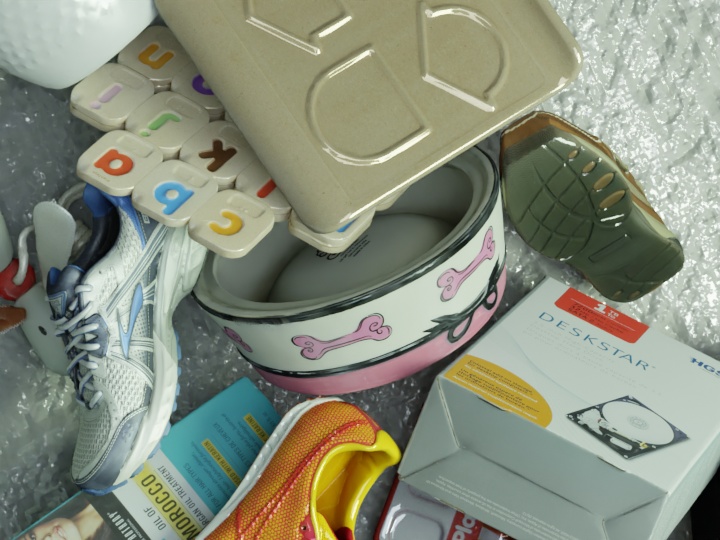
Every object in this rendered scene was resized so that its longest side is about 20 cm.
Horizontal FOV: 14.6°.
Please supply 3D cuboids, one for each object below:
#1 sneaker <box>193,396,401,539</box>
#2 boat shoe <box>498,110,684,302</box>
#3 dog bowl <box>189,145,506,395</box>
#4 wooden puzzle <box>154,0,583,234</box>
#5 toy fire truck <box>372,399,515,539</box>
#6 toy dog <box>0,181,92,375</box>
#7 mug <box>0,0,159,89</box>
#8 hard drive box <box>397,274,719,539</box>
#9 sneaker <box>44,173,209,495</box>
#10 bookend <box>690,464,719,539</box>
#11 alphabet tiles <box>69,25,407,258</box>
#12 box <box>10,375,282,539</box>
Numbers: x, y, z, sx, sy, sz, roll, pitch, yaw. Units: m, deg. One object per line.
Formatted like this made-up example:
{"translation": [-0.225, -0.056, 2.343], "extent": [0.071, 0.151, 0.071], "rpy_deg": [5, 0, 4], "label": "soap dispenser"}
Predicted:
{"translation": [-0.051, 0.169, 1.657], "extent": [0.073, 0.077, 0.200], "rpy_deg": [26, 95, -51], "label": "sneaker"}
{"translation": [0.135, -0.049, 1.761], "extent": [0.076, 0.200, 0.074], "rpy_deg": [-29, 55, 12], "label": "boat shoe"}
{"translation": [0.000, 0.000, 1.712], "extent": [0.200, 0.200, 0.074], "rpy_deg": [-29, 118, -12], "label": "dog bowl"}
{"translation": [0.004, -0.141, 1.678], "extent": [0.200, 0.046, 0.185], "rpy_deg": [-33, 83, -15], "label": "wooden puzzle"}
{"translation": [0.083, 0.195, 1.789], "extent": [0.168, 0.112, 0.200], "rpy_deg": [21, 86, 10], "label": "toy fire truck"}
{"translation": [-0.227, -0.021, 1.694], "extent": [0.200, 0.096, 0.132], "rpy_deg": [25, 86, -14], "label": "toy dog"}
{"translation": [-0.185, -0.219, 1.676], "extent": [0.200, 0.148, 0.175], "rpy_deg": [-44, 107, -16], "label": "mug"}
{"translation": [0.135, 0.096, 1.713], "extent": [0.156, 0.200, 0.077], "rpy_deg": [26, 115, 12], "label": "hard drive box"}
{"translation": [-0.154, 0.033, 1.672], "extent": [0.085, 0.077, 0.200], "rpy_deg": [19, 74, -32], "label": "sneaker"}
{"translation": [0.254, 0.190, 1.817], "extent": [0.092, 0.199, 0.200], "rpy_deg": [17, 132, -15], "label": "bookend"}
{"translation": [-0.071, -0.081, 1.702], "extent": [0.200, 0.015, 0.196], "rpy_deg": [29, 45, 16], "label": "alphabet tiles"}
{"translation": [-0.124, 0.154, 1.704], "extent": [0.200, 0.049, 0.082], "rpy_deg": [-35, 77, -25], "label": "box"}
